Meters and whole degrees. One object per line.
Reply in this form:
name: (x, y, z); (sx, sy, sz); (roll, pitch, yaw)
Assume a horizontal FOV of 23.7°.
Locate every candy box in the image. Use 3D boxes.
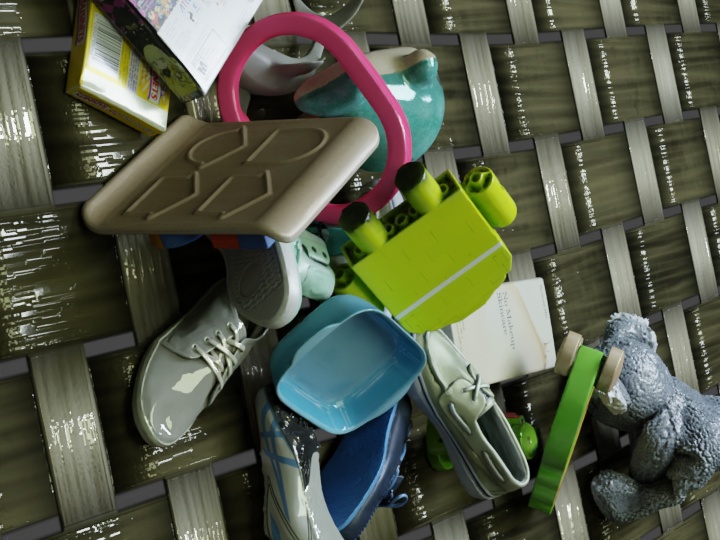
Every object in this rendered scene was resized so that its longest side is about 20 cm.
candy box: (-0.200, -0.227, 1.479); (0.102, 0.026, 0.202); (28, 59, -48)

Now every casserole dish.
casserole dish: (-0.015, 0.082, 1.549); (0.039, 0.121, 0.200); (51, 5, 30)

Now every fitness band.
fitness band: (-0.042, -0.135, 1.535); (0.201, 0.143, 0.037); (53, 17, -1)

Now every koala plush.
koala plush: (0.334, 0.158, 2.010); (0.201, 0.183, 0.177); (55, 40, -11)

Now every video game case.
video game case: (-0.160, -0.277, 1.490); (0.181, 0.036, 0.201); (49, 46, -27)

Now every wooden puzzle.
wooden puzzle: (-0.104, -0.070, 1.433); (0.185, 0.198, 0.047); (-51, 138, -47)

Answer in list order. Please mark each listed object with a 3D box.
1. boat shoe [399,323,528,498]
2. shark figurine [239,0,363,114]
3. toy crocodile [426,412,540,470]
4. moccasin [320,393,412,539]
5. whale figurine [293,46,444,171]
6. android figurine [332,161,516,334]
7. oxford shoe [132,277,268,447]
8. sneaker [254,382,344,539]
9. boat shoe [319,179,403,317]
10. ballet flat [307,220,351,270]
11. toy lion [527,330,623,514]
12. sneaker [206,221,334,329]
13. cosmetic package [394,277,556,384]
boat shoe: (0.102, 0.128, 1.660); (0.072, 0.062, 0.201); (-45, 111, -47)
shark figurine: (-0.062, -0.200, 1.615); (0.214, 0.089, 0.129); (-20, 98, -53)
toy crocodile: (0.127, 0.172, 1.787); (0.199, 0.067, 0.062); (2, 79, -54)
moccasin: (0.016, 0.189, 1.620); (0.068, 0.080, 0.201); (61, 40, -30)
whale figurine: (0.010, -0.151, 1.636); (0.105, 0.158, 0.200); (66, 17, 8)
android figurine: (0.062, -0.016, 1.562); (0.200, 0.181, 0.041); (45, 11, -47)
oxford shoe: (-0.132, 0.071, 1.467); (0.076, 0.057, 0.200); (62, 40, -25)
sneaker: (-0.064, 0.199, 1.523); (0.072, 0.072, 0.202); (24, 46, -66)
boat shoe: (0.000, 0.000, 1.658); (0.062, 0.072, 0.202); (28, 60, -42)
ballet flat: (0.004, -0.017, 1.603); (0.198, 0.067, 0.071); (-6, 84, -19)
toy lion: (0.223, 0.168, 1.846); (0.200, 0.068, 0.193); (26, 83, -81)
sneaker: (-0.057, 0.000, 1.463); (0.118, 0.074, 0.201); (27, 17, -29)
cosmetic package: (0.123, 0.069, 1.807); (0.199, 0.073, 0.105); (-10, 89, -54)
